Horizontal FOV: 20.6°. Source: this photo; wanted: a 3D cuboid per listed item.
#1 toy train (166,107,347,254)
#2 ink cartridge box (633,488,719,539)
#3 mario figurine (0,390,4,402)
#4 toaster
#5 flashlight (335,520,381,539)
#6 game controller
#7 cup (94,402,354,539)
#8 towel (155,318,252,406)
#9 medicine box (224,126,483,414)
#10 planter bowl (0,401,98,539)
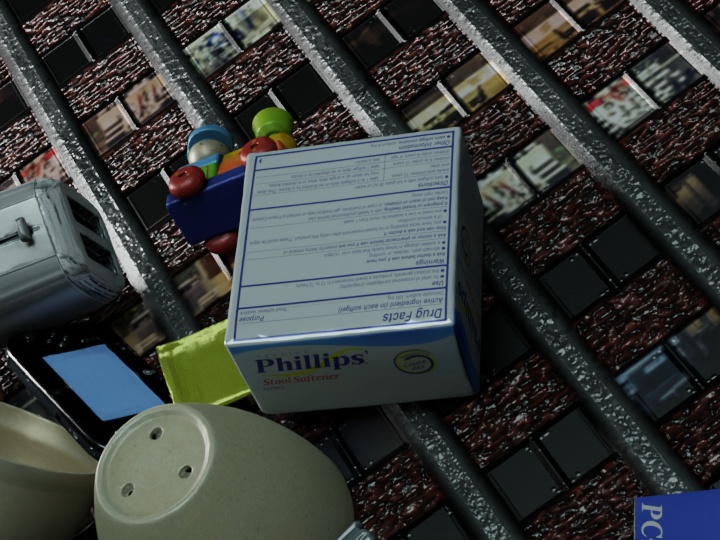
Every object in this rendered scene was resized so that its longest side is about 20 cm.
[{"bbox_3d":[-0.071,-0.103,1.742,0.200,0.085,0.116,-21,36,14],"label":"toy train"},{"bbox_3d":[0.233,0.245,1.330,0.094,0.044,0.200,-10,52,21],"label":"ink cartridge box"},{"bbox_3d":[-0.395,0.071,1.770,0.123,0.106,0.200,-37,49,2],"label":"mario figurine"},{"bbox_3d":[-0.291,-0.005,1.731,0.129,0.200,0.114,-21,75,5],"label":"toaster"},{"bbox_3d":[-0.048,0.277,1.453,0.200,0.068,0.068,-45,80,-2],"label":"flashlight"},{"bbox_3d":[-0.216,0.101,1.664,0.104,0.042,0.200,-19,38,-30],"label":"game controller"},{"bbox_3d":[-0.125,0.180,1.511,0.200,0.143,0.201,-15,50,19],"label":"cup"},{"bbox_3d":[-0.068,0.056,1.636,0.200,0.018,0.086,-23,47,0],"label":"towel"},{"bbox_3d":[0.000,0.000,1.580,0.182,0.103,0.200,-6,53,14],"label":"medicine box"},{"bbox_3d":[-0.317,0.187,1.599,0.200,0.200,0.135,23,96,39],"label":"planter bowl"}]
